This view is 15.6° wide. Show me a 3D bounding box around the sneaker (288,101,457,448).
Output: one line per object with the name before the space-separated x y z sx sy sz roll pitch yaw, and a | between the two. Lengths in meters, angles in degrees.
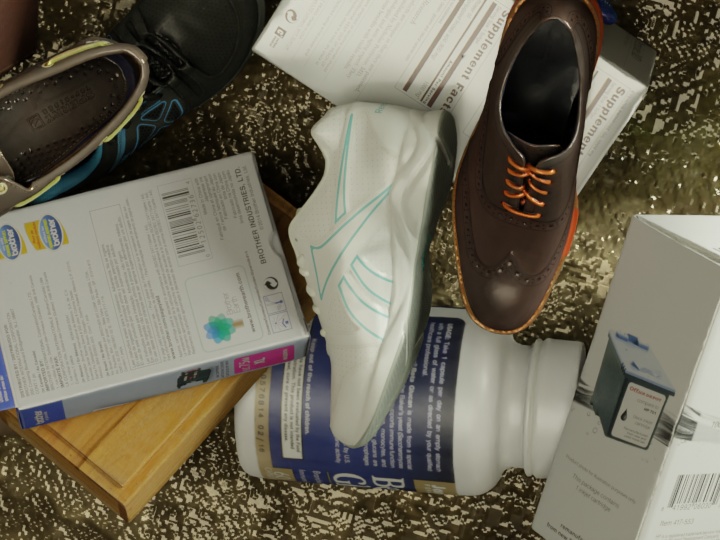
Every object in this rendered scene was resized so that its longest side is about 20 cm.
sneaker | 0.000 0.000 1.468 0.080 0.070 0.201 13 107 11

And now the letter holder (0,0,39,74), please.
letter holder | -0.254 -0.182 1.500 0.100 0.200 0.143 10 106 7

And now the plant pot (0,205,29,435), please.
plant pot | -0.240 0.027 1.575 0.174 0.200 0.201 10 107 -12

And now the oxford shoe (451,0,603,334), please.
oxford shoe | 0.085 -0.055 1.422 0.071 0.073 0.201 9 108 5

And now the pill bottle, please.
pill bottle | 0.031 0.076 1.562 0.199 0.111 0.112 4 105 10

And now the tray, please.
tray | -0.105 0.037 1.508 0.098 0.037 0.200 37 70 14

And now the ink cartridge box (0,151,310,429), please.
ink cartridge box | -0.140 0.014 1.476 0.199 0.042 0.120 -13 69 -10

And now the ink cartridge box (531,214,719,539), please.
ink cartridge box | 0.200 0.074 1.507 0.086 0.146 0.201 30 111 42

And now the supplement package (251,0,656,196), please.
supplement package | 0.057 -0.126 1.504 0.200 0.114 0.110 33 108 -2

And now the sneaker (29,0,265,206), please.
sneaker | -0.130 -0.106 1.539 0.073 0.082 0.200 43 122 -5

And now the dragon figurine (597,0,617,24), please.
dragon figurine | 0.074 -0.215 1.485 0.200 0.099 0.059 35 107 0

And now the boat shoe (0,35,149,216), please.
boat shoe | -0.202 -0.064 1.447 0.200 0.059 0.072 -34 95 -17
